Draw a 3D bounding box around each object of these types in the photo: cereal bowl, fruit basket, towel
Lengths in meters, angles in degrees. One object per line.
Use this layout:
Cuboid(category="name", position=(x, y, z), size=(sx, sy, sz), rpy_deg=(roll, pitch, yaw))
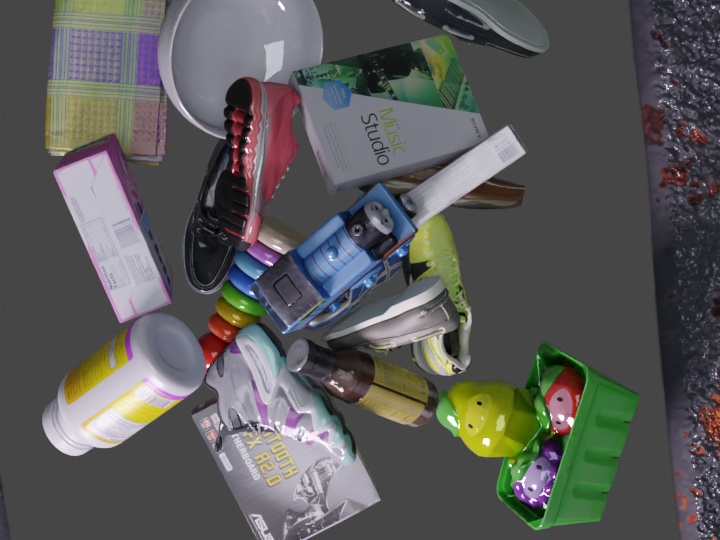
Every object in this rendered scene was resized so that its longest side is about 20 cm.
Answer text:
Cuboid(category="cereal bowl", position=(-0.146, -0.253, 1.678), size=(0.199, 0.083, 0.201), rpy_deg=(-12, 112, -32))
Cuboid(category="fruit basket", position=(0.198, 0.186, 1.737), size=(0.214, 0.155, 0.217), rpy_deg=(-4, 103, -18))
Cuboid(category="towel", position=(-0.295, -0.226, 1.730), size=(0.143, 0.023, 0.201), rpy_deg=(3, 96, -1))

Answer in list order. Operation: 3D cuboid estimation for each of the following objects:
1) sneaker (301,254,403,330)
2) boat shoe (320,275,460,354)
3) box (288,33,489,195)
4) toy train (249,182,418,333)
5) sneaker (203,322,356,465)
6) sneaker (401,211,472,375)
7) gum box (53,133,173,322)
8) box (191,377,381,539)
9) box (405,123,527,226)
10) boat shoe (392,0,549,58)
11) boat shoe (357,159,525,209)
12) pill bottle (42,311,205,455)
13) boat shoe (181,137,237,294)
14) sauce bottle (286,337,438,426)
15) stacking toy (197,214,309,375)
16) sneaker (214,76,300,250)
Cuboid(category="sneaker", position=(0.000, 0.000, 1.735), size=(0.076, 0.077, 0.200), rpy_deg=(42, 93, -4))
Cuboid(category="boat shoe", position=(0.032, 0.065, 1.705), size=(0.201, 0.072, 0.060), rpy_deg=(-24, 104, 45))
Cuboid(category="box", position=(0.034, -0.180, 1.683), size=(0.199, 0.036, 0.145), rpy_deg=(-17, 77, -19))
Cuboid(category="toy train", position=(-0.024, -0.013, 1.626), size=(0.200, 0.114, 0.087), rpy_deg=(-39, 84, 21))
Cuboid(category="sneaker", position=(-0.108, 0.175, 1.713), size=(0.140, 0.078, 0.200), rpy_deg=(-40, 86, 5))
Cuboid(category="sneaker", position=(0.100, 0.026, 1.730), size=(0.075, 0.076, 0.201), rpy_deg=(-17, 106, -32))
Cuboid(category="gum box", position=(-0.276, -0.045, 1.694), size=(0.066, 0.114, 0.201), rpy_deg=(-21, 105, 1))
Cuboid(category="box", position=(-0.088, 0.220, 1.776), size=(0.158, 0.048, 0.201), rpy_deg=(-26, 97, 3))
Cuboid(category="box", position=(0.097, -0.095, 1.669), size=(0.200, 0.039, 0.042), rpy_deg=(-35, 91, 12))
Cuboid(category="boat shoe", position=(0.125, -0.297, 1.709), size=(0.199, 0.076, 0.060), rpy_deg=(30, 133, -14))
Cuboid(category="boat shoe", position=(0.094, -0.114, 1.725), size=(0.199, 0.076, 0.074), rpy_deg=(9, 94, -3))
Cuboid(category="pill bottle", position=(-0.279, 0.138, 1.711), size=(0.200, 0.104, 0.104), rpy_deg=(-35, 97, 29))
Cuboid(category="boat shoe", position=(-0.165, -0.067, 1.729), size=(0.070, 0.066, 0.201), rpy_deg=(18, 96, -3))
Cuboid(category="sauce bottle", position=(0.002, 0.126, 1.713), size=(0.200, 0.065, 0.065), rpy_deg=(27, 97, -36))
Cuboid(category="stacking toy", position=(-0.134, 0.038, 1.741), size=(0.085, 0.085, 0.201), rpy_deg=(27, 101, -4))
Cuboid(category="sneaker", position=(-0.106, -0.117, 1.659), size=(0.086, 0.074, 0.201), rpy_deg=(-6, 115, -34))
